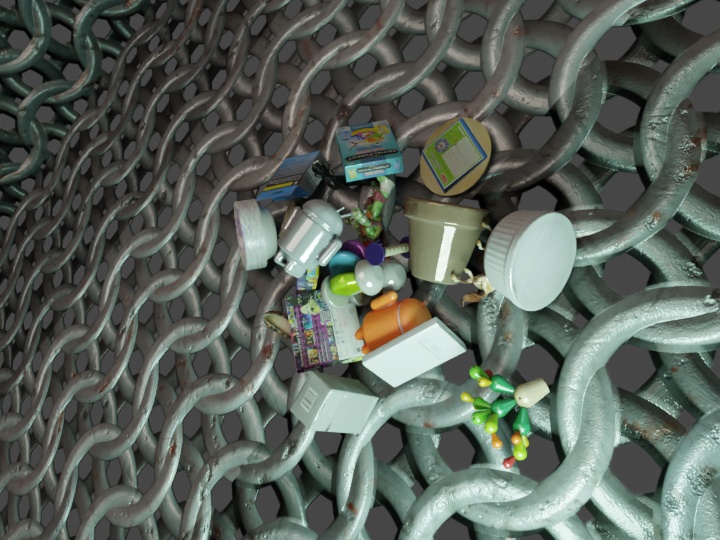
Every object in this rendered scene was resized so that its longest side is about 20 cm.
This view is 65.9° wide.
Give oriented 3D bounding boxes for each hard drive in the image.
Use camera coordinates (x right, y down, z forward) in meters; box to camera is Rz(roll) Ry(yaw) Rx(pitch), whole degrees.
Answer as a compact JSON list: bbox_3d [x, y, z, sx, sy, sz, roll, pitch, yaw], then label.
[{"bbox_3d":[0.119,0.185,1.236,0.198,0.132,0.027,-31,41,23],"label":"hard drive"}]

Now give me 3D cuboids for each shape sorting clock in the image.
[{"bbox_3d":[0.234,-0.281,1.377,0.197,0.039,0.204,-12,69,32],"label":"shape sorting clock"}]

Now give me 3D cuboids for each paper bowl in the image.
[{"bbox_3d":[-0.306,-0.108,1.631,0.200,0.102,0.205,169,90,-72],"label":"paper bowl"}]

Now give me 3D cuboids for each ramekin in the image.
[{"bbox_3d":[0.336,-0.029,1.121,0.094,0.201,0.205,27,90,50],"label":"ramekin"}]

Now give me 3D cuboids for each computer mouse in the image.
[{"bbox_3d":[-0.024,-0.273,1.517,0.196,0.138,0.054,3,73,26],"label":"computer mouse"}]

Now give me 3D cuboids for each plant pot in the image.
[{"bbox_3d":[0.183,-0.066,1.259,0.198,0.198,0.178,17,100,38],"label":"plant pot"}]

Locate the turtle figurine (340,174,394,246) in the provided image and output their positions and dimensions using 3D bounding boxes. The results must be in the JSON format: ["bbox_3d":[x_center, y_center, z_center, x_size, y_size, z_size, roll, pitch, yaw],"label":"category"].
[{"bbox_3d":[-0.005,-0.155,1.432,0.197,0.144,0.197,21,76,21],"label":"turtle figurine"}]

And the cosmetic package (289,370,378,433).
[{"bbox_3d":[-0.056,0.307,1.279,0.090,0.199,0.108,31,95,40],"label":"cosmetic package"}]

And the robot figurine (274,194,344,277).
[{"bbox_3d":[-0.118,-0.083,1.307,0.169,0.113,0.201,39,94,26],"label":"robot figurine"}]

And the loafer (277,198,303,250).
[{"bbox_3d":[-0.204,-0.113,1.612,0.067,0.075,0.204,-4,72,28],"label":"loafer"}]

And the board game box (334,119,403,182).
[{"bbox_3d":[0.019,-0.319,1.460,0.148,0.047,0.202,-11,42,-4],"label":"board game box"}]

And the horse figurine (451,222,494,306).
[{"bbox_3d":[0.281,-0.009,1.210,0.202,0.131,0.050,-62,28,10],"label":"horse figurine"}]

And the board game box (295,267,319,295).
[{"bbox_3d":[-0.141,-0.031,1.471,0.055,0.200,0.169,5,69,-7],"label":"board game box"}]

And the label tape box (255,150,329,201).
[{"bbox_3d":[-0.196,-0.252,1.613,0.142,0.064,0.202,-4,44,35],"label":"label tape box"}]

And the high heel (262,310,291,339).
[{"bbox_3d":[-0.162,0.160,1.441,0.198,0.142,0.073,18,84,38],"label":"high heel"}]

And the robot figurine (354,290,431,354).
[{"bbox_3d":[0.085,0.136,1.291,0.198,0.116,0.146,-23,59,29],"label":"robot figurine"}]

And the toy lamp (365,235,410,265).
[{"bbox_3d":[0.086,-0.048,1.303,0.057,0.199,0.059,8,103,34],"label":"toy lamp"}]

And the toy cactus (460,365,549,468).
[{"bbox_3d":[0.301,0.274,1.115,0.163,0.103,0.202,-27,55,3],"label":"toy cactus"}]

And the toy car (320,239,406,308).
[{"bbox_3d":[0.000,0.000,1.337,0.174,0.198,0.153,-24,76,40],"label":"toy car"}]

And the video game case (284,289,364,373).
[{"bbox_3d":[-0.090,0.144,1.406,0.178,0.036,0.203,-11,63,-6],"label":"video game case"}]
